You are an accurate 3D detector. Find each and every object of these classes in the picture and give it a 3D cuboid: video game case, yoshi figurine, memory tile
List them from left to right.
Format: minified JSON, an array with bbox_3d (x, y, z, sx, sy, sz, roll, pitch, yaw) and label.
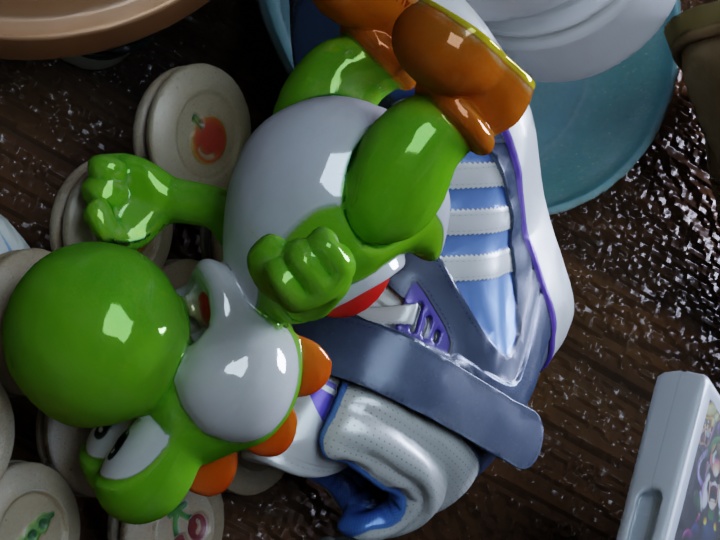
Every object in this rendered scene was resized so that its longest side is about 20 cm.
[{"bbox_3d":[-0.076,0.038,0.987,0.200,0.017,0.154,-52,128,-30],"label":"memory tile"},{"bbox_3d":[-0.043,-0.013,0.918,0.112,0.112,0.200,36,95,7],"label":"yoshi figurine"},{"bbox_3d":[0.128,0.163,1.037,0.200,0.023,0.182,51,49,-49],"label":"video game case"}]

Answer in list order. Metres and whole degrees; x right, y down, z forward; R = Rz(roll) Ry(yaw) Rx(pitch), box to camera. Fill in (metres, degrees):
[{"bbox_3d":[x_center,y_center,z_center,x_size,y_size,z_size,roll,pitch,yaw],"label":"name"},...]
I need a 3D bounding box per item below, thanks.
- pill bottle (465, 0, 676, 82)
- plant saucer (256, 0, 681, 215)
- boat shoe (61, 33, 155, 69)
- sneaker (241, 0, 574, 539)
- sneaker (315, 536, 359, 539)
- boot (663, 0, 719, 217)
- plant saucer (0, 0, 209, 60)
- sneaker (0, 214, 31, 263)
[{"bbox_3d":[0.043,-0.155,1.007,0.200,0.114,0.115,48,49,-53],"label":"pill bottle"},{"bbox_3d":[0.037,-0.112,1.122,0.199,0.036,0.201,9,71,-27],"label":"plant saucer"},{"bbox_3d":[-0.068,-0.171,1.066,0.073,0.063,0.202,27,62,-17],"label":"boat shoe"},{"bbox_3d":[0.000,0.000,0.994,0.147,0.080,0.200,-50,130,-35],"label":"sneaker"},{"bbox_3d":[0.040,0.175,1.027,0.200,0.075,0.079,58,43,-10],"label":"sneaker"},{"bbox_3d":[0.177,0.001,1.102,0.066,0.175,0.201,-14,78,10],"label":"boot"},{"bbox_3d":[-0.118,-0.171,1.006,0.199,0.032,0.201,1,67,-3],"label":"plant saucer"},{"bbox_3d":[-0.192,-0.042,0.950,0.200,0.072,0.073,47,57,-7],"label":"sneaker"}]
